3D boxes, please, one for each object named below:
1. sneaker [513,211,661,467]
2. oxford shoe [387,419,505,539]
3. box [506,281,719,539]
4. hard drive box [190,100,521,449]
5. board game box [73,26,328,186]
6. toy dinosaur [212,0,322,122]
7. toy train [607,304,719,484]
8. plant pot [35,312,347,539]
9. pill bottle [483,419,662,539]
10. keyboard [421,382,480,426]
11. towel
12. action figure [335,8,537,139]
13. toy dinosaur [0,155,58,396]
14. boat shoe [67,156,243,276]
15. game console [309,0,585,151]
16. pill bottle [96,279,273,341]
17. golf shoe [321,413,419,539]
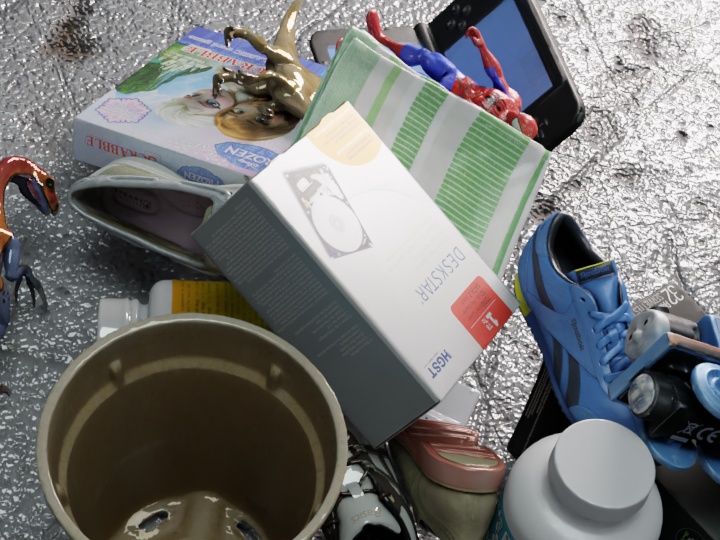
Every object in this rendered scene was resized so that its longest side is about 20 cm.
[{"bbox_3d":[0.169,0.047,1.324,0.065,0.079,0.201,-10,55,-23],"label":"sneaker"},{"bbox_3d":[0.052,0.152,1.340,0.070,0.074,0.200,7,6,-7],"label":"oxford shoe"},{"bbox_3d":[0.238,0.139,1.394,0.148,0.125,0.200,-28,63,-30],"label":"box"},{"bbox_3d":[0.000,0.000,1.321,0.200,0.077,0.156,49,37,-4],"label":"hard drive box"},{"bbox_3d":[-0.101,-0.122,1.527,0.199,0.041,0.200,18,36,19],"label":"board game box"},{"bbox_3d":[-0.068,-0.163,1.522,0.100,0.058,0.201,10,37,-23],"label":"toy dinosaur"},{"bbox_3d":[0.261,0.087,1.279,0.199,0.087,0.115,17,42,-27],"label":"toy train"},{"bbox_3d":[-0.115,0.163,1.252,0.199,0.184,0.202,3,54,-4],"label":"plant pot"},{"bbox_3d":[0.143,0.187,1.286,0.110,0.201,0.111,6,51,-8],"label":"pill bottle"},{"bbox_3d":[-0.005,0.077,1.465,0.199,0.011,0.056,24,46,6],"label":"keyboard"},{"bbox_3d":[0.046,-0.081,1.449,0.199,0.023,0.153,30,69,-17],"label":"towel"},{"bbox_3d":[0.066,-0.172,1.543,0.199,0.099,0.065,33,66,27],"label":"action figure"},{"bbox_3d":[-0.272,-0.003,1.386,0.104,0.200,0.183,18,81,-17],"label":"toy dinosaur"},{"bbox_3d":[-0.129,-0.035,1.413,0.201,0.075,0.065,22,25,24],"label":"boat shoe"},{"bbox_3d":[0.073,-0.169,1.607,0.116,0.176,0.201,21,39,-44],"label":"game console"},{"bbox_3d":[-0.098,0.063,1.386,0.198,0.110,0.110,3,51,-7],"label":"pill bottle"},{"bbox_3d":[-0.005,0.148,1.300,0.077,0.094,0.201,-29,92,-7],"label":"golf shoe"}]
